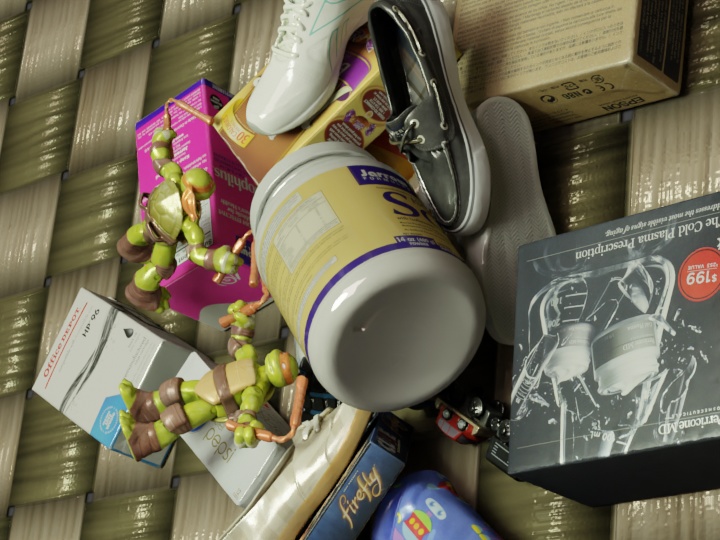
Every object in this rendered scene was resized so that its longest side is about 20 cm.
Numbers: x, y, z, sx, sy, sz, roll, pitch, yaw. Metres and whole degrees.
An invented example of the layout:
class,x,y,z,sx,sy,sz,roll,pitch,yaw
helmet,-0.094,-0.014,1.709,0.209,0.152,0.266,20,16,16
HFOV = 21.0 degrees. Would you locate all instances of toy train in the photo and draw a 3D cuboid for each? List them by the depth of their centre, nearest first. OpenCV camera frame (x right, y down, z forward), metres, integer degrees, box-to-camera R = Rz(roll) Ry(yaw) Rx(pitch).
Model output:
class,x,y,z,sx,sy,sz,roll,pitch,yaw
toy train,0.085,0.117,1.559,0.200,0.034,0.046,34,109,48

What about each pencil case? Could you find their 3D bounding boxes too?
class,x,y,z,sx,sy,sz,roll,pitch,yaw
pencil case,0.080,0.233,1.469,0.087,0.078,0.200,-36,41,-10

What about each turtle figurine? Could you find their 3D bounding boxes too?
class,x,y,z,sx,sy,sz,roll,pitch,yaw
turtle figurine,-0.117,0.094,1.615,0.161,0.064,0.200,-19,42,7
turtle figurine,-0.159,-0.034,1.679,0.200,0.064,0.161,61,139,24

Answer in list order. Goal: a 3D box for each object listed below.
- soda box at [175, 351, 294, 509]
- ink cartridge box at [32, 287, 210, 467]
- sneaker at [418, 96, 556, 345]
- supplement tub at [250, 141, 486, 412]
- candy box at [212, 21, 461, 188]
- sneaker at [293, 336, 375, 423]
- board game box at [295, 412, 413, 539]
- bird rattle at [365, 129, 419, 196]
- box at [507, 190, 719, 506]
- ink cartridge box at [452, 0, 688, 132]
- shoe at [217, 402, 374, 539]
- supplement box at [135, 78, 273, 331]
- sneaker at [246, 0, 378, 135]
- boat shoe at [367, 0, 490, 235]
class,x,y,z,sx,sy,sz,roll,pitch,yaw
soda box,-0.103,0.146,1.687,0.064,0.068,0.200,-56,34,4
ink cartridge box,-0.242,0.094,1.877,0.200,0.068,0.116,27,90,49
sneaker,0.102,-0.030,1.596,0.116,0.073,0.201,153,116,-62
supplement tub,0.000,0.000,1.544,0.146,0.145,0.200,-50,38,15
candy box,-0.023,-0.154,1.650,0.200,0.056,0.117,-45,43,6
sneaker,-0.026,0.063,1.683,0.087,0.075,0.201,121,147,-72
board game box,-0.028,0.212,1.566,0.200,0.035,0.135,-57,1,8
bird rattle,0.022,-0.110,1.715,0.163,0.113,0.200,27,78,37
box,0.216,0.060,1.397,0.200,0.104,0.183,-16,61,41
ink cartridge box,0.170,-0.209,1.598,0.200,0.075,0.165,-11,62,44
shoe,-0.049,0.164,1.557,0.200,0.053,0.070,-56,1,1
supplement box,-0.139,-0.061,1.822,0.103,0.101,0.201,-29,53,33
sneaker,-0.040,-0.204,1.601,0.070,0.080,0.201,29,82,44
boat shoe,0.048,-0.124,1.536,0.070,0.066,0.201,-16,83,54
